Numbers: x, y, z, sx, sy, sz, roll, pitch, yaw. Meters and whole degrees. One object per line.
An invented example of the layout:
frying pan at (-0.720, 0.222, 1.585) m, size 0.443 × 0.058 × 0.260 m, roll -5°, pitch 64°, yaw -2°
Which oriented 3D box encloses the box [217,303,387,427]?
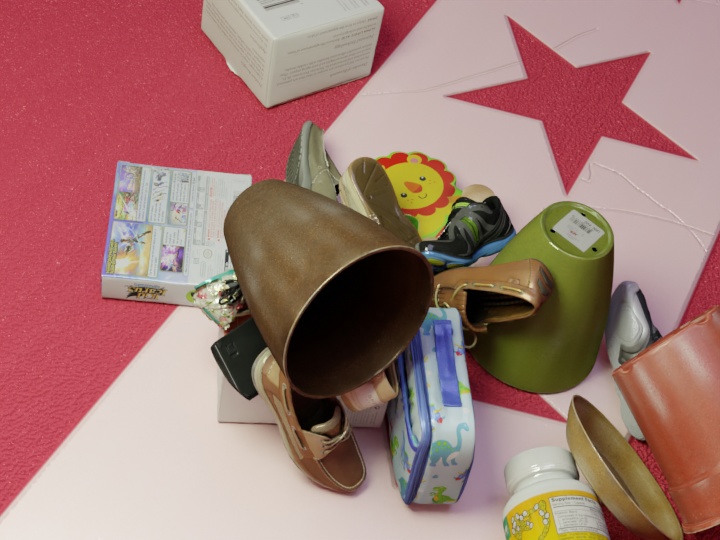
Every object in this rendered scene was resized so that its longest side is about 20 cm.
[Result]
box at (-0.068, 0.104, 1.439) m, size 0.197 × 0.098 × 0.126 m, roll 3°, pitch 49°, yaw -10°

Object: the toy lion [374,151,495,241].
toy lion at (0.071, -0.082, 1.660) m, size 0.190 × 0.069 × 0.200 m, roll 26°, pitch 49°, yaw 19°

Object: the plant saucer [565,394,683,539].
plant saucer at (0.292, 0.233, 1.391) m, size 0.200 × 0.035 × 0.201 m, roll 46°, pitch 16°, yaw -17°

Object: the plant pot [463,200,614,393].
plant pot at (0.237, 0.016, 1.512) m, size 0.184 × 0.201 × 0.189 m, roll 7°, pitch 48°, yaw -8°

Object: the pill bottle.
pill bottle at (0.216, 0.299, 1.327) m, size 0.111 × 0.114 × 0.202 m, roll 1°, pitch 50°, yaw -12°

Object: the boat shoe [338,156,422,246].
boat shoe at (0.026, -0.043, 1.558) m, size 0.071 × 0.065 × 0.202 m, roll -18°, pitch 79°, yaw -31°

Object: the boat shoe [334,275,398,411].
boat shoe at (0.014, 0.055, 1.360) m, size 0.068 × 0.074 × 0.203 m, roll -11°, pitch 69°, yaw 22°

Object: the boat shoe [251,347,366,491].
boat shoe at (-0.048, 0.170, 1.337) m, size 0.076 × 0.201 × 0.071 m, roll -45°, pitch 29°, yaw -22°

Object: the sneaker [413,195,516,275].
sneaker at (0.123, -0.046, 1.532) m, size 0.199 × 0.070 × 0.084 m, roll -24°, pitch 97°, yaw -48°

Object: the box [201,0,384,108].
box at (-0.104, -0.374, 1.816) m, size 0.198 × 0.132 × 0.200 m, roll -22°, pitch 58°, yaw -29°

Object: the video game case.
video game case at (-0.232, -0.046, 1.564) m, size 0.178 × 0.046 × 0.202 m, roll 6°, pitch 49°, yaw -9°

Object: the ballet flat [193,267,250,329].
ballet flat at (-0.106, 0.007, 1.416) m, size 0.199 × 0.075 × 0.064 m, roll -31°, pitch 91°, yaw -29°

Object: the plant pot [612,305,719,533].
plant pot at (0.400, 0.160, 1.391) m, size 0.199 × 0.201 × 0.197 m, roll -27°, pitch 81°, yaw -31°

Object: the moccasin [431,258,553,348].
moccasin at (0.135, 0.042, 1.449) m, size 0.199 × 0.074 × 0.078 m, roll -7°, pitch 39°, yaw 38°

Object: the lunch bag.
lunch bag at (0.078, 0.150, 1.391) m, size 0.081 × 0.162 × 0.202 m, roll 2°, pitch 50°, yaw -9°

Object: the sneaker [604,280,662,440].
sneaker at (0.377, 0.112, 1.535) m, size 0.112 × 0.075 × 0.203 m, roll 1°, pitch 70°, yaw -20°

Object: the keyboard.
keyboard at (-0.088, 0.045, 1.370) m, size 0.199 × 0.020 × 0.128 m, roll -33°, pitch 101°, yaw -33°

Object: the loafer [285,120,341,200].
loafer at (-0.059, -0.116, 1.655) m, size 0.069 × 0.075 × 0.202 m, roll 11°, pitch 52°, yaw -18°

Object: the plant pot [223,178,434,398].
plant pot at (-0.054, -0.004, 1.277) m, size 0.185 × 0.189 × 0.200 m, roll -22°, pitch 48°, yaw -28°
